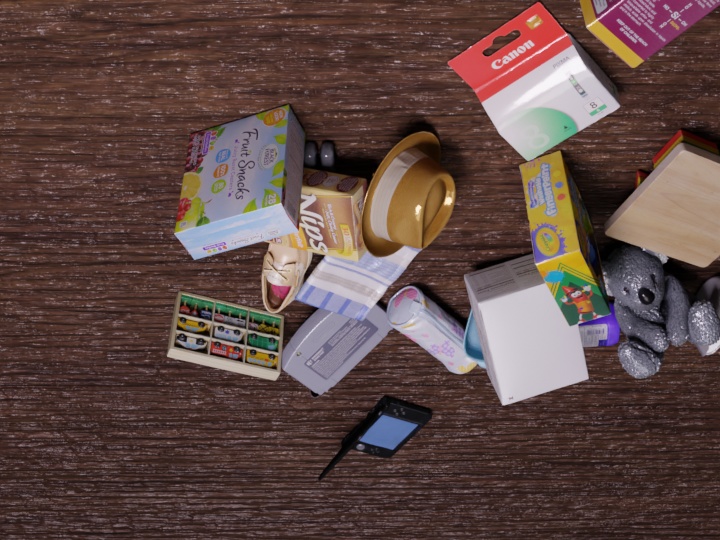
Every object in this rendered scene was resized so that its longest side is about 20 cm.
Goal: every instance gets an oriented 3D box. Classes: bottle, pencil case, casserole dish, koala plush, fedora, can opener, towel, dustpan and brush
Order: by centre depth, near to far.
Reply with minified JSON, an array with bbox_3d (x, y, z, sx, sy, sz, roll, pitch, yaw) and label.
[{"bbox_3d":[0.082,-0.100,1.551,0.081,0.201,0.202,30,152,30],"label":"fedora"},{"bbox_3d":[-0.060,-0.106,1.634,0.053,0.067,0.201,0,140,2],"label":"can opener"},{"bbox_3d":[0.000,0.000,1.753,0.146,0.024,0.200,19,124,-33],"label":"towel"},{"bbox_3d":[0.471,0.036,1.760,0.176,0.184,0.201,-31,112,17],"label":"koala plush"},{"bbox_3d":[0.623,0.036,1.788,0.057,0.140,0.202,12,113,-4],"label":"dustpan and brush"},{"bbox_3d":[0.243,0.075,1.826,0.120,0.039,0.202,8,112,-10],"label":"casserole dish"},{"bbox_3d":[0.133,0.107,1.871,0.199,0.091,0.083,38,89,-34],"label":"pencil case"},{"bbox_3d":[0.360,0.101,1.885,0.197,0.066,0.084,-5,143,6],"label":"bottle"}]

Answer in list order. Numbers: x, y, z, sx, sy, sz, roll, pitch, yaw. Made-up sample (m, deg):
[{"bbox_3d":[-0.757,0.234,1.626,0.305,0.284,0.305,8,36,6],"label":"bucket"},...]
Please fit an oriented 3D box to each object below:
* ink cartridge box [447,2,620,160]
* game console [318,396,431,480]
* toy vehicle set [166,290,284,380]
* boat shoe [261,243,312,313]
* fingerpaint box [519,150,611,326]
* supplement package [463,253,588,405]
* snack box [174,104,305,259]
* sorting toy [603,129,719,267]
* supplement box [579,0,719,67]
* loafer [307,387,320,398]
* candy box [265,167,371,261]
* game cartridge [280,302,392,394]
[{"bbox_3d":[0.242,-0.257,1.471,0.160,0.051,0.199,-29,134,30],"label":"ink cartridge box"},{"bbox_3d":[0.030,0.357,2.152,0.174,0.117,0.200,19,137,-21],"label":"game console"},{"bbox_3d":[-0.234,0.114,1.854,0.198,0.125,0.027,14,139,-17],"label":"toy vehicle set"},{"bbox_3d":[-0.127,-0.001,1.745,0.073,0.069,0.201,24,142,13],"label":"boat shoe"},{"bbox_3d":[0.311,-0.049,1.600,0.073,0.202,0.167,-18,137,19],"label":"fingerpaint box"},{"bbox_3d":[0.276,0.094,1.758,0.154,0.111,0.202,-17,116,0],"label":"supplement package"},{"bbox_3d":[-0.168,-0.127,1.504,0.167,0.202,0.068,-13,139,17],"label":"snack box"},{"bbox_3d":[0.507,-0.114,1.625,0.198,0.070,0.199,16,138,-19],"label":"sorting toy"},{"bbox_3d":[0.367,-0.368,1.274,0.103,0.132,0.199,28,133,-32],"label":"supplement box"},{"bbox_3d":[-0.069,0.162,1.959,0.071,0.064,0.201,5,140,-6],"label":"loafer"},{"bbox_3d":[-0.084,-0.092,1.585,0.198,0.055,0.117,13,129,24],"label":"candy box"},{"bbox_3d":[-0.044,0.122,1.876,0.200,0.041,0.133,-44,133,7],"label":"game cartridge"}]
